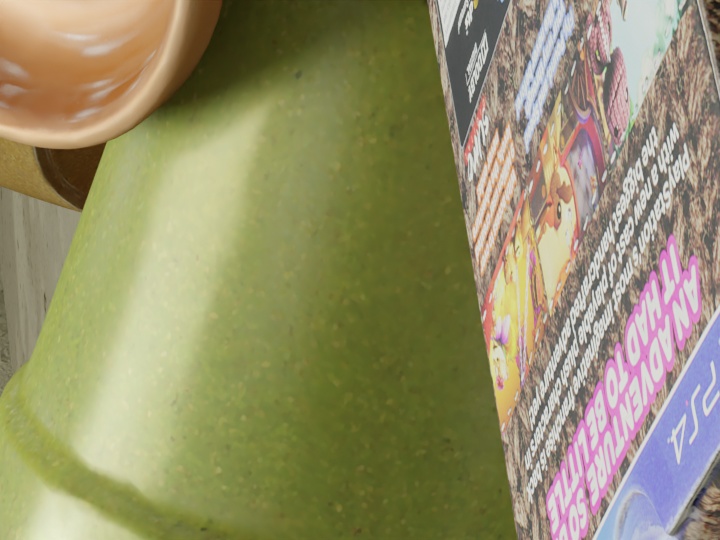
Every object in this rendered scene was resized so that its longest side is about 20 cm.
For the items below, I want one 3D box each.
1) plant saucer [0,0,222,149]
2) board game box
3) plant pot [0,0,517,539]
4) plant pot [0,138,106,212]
[{"bbox_3d":[-0.096,-0.126,0.713,0.200,0.037,0.200,32,139,33],"label":"plant saucer"},{"bbox_3d":[0.080,-0.037,0.525,0.159,0.097,0.200,107,158,-61],"label":"board game box"},{"bbox_3d":[0.000,0.000,0.780,0.200,0.200,0.184,-119,39,-67],"label":"plant pot"},{"bbox_3d":[-0.120,-0.106,1.037,0.200,0.186,0.187,45,142,42],"label":"plant pot"}]
